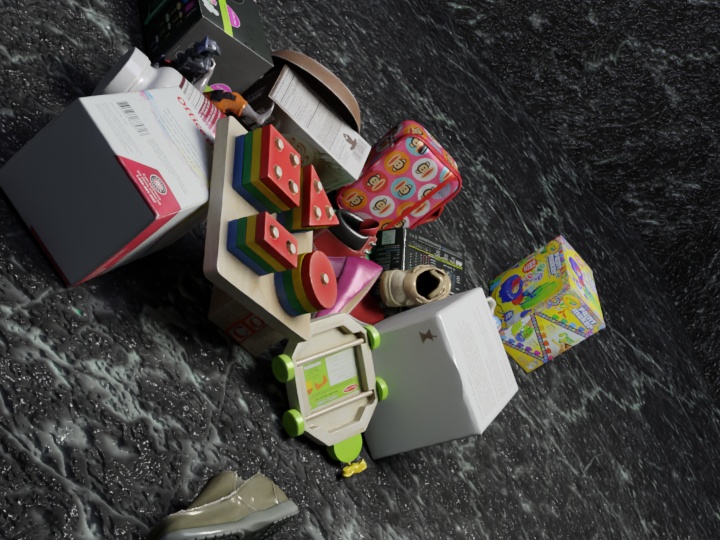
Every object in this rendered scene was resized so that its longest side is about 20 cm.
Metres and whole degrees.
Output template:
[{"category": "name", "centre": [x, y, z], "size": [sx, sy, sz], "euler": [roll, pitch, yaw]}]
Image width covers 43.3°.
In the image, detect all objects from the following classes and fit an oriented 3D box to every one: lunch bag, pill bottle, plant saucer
[{"category": "lunch bag", "centre": [0.071, -0.142, 1.573], "size": [0.176, 0.200, 0.082], "euler": [40, 24, -28]}, {"category": "pill bottle", "centre": [-0.240, -0.184, 1.165], "size": [0.200, 0.113, 0.113], "euler": [42, 28, -26]}, {"category": "plant saucer", "centre": [-0.075, -0.290, 1.468], "size": [0.200, 0.035, 0.200], "euler": [33, -11, 7]}]

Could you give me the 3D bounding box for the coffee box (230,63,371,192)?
[{"category": "coffee box", "centre": [-0.096, -0.219, 1.450], "size": [0.200, 0.114, 0.080], "euler": [41, 53, -27]}]

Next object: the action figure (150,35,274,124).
[{"category": "action figure", "centre": [-0.219, -0.233, 1.231], "size": [0.193, 0.200, 0.105], "euler": [23, 75, -18]}]

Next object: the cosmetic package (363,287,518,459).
[{"category": "cosmetic package", "centre": [0.097, 0.139, 1.269], "size": [0.200, 0.166, 0.168], "euler": [-20, 91, -64]}]

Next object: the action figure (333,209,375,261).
[{"category": "action figure", "centre": [-0.007, -0.044, 1.483], "size": [0.200, 0.055, 0.119], "euler": [23, 38, -61]}]

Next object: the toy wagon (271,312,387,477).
[{"category": "toy wagon", "centre": [-0.034, 0.158, 1.137], "size": [0.155, 0.039, 0.201], "euler": [-15, 99, -41]}]

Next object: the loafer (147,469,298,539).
[{"category": "loafer", "centre": [-0.141, 0.239, 0.882], "size": [0.070, 0.075, 0.200], "euler": [51, 17, 21]}]

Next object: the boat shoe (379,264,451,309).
[{"category": "boat shoe", "centre": [0.101, 0.027, 1.394], "size": [0.200, 0.064, 0.072], "euler": [-7, 91, -61]}]

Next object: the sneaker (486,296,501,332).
[{"category": "sneaker", "centre": [0.207, 0.119, 1.620], "size": [0.075, 0.090, 0.200], "euler": [43, 27, -24]}]

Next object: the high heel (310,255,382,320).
[{"category": "high heel", "centre": [-0.024, 0.075, 1.198], "size": [0.095, 0.067, 0.201], "euler": [8, 64, -6]}]

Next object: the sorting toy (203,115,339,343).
[{"category": "sorting toy", "centre": [-0.088, -0.048, 1.038], "size": [0.199, 0.069, 0.201], "euler": [45, 38, -53]}]

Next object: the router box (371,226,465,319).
[{"category": "router box", "centre": [0.100, 0.025, 1.508], "size": [0.200, 0.062, 0.151], "euler": [20, 69, -51]}]

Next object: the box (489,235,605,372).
[{"category": "box", "centre": [0.380, 0.068, 1.873], "size": [0.122, 0.192, 0.200], "euler": [44, 26, -22]}]

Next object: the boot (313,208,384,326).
[{"category": "boot", "centre": [0.000, 0.000, 1.332], "size": [0.200, 0.144, 0.073], "euler": [41, 26, -30]}]

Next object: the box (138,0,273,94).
[{"category": "box", "centre": [-0.240, -0.374, 1.390], "size": [0.148, 0.124, 0.201], "euler": [27, 35, -45]}]

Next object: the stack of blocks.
[{"category": "stack of blocks", "centre": [-0.127, 0.015, 1.184], "size": [0.115, 0.058, 0.200], "euler": [42, 28, -27]}]

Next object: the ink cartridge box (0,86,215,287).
[{"category": "ink cartridge box", "centre": [-0.254, -0.098, 0.993], "size": [0.146, 0.144, 0.200], "euler": [56, 24, 0]}]
